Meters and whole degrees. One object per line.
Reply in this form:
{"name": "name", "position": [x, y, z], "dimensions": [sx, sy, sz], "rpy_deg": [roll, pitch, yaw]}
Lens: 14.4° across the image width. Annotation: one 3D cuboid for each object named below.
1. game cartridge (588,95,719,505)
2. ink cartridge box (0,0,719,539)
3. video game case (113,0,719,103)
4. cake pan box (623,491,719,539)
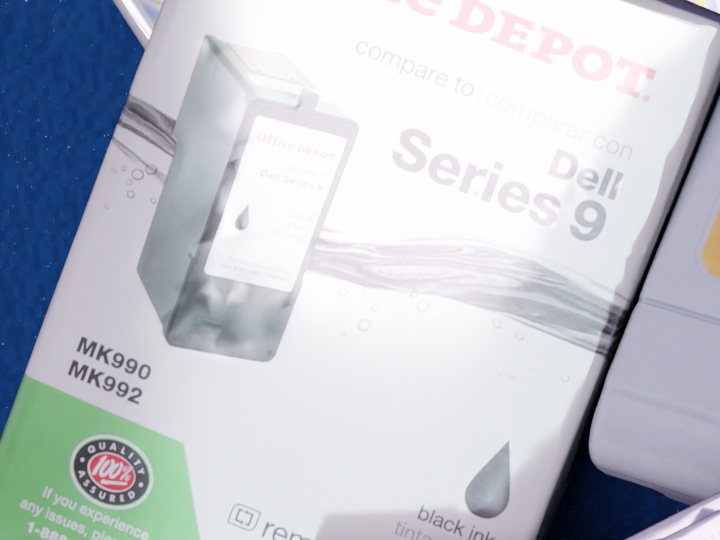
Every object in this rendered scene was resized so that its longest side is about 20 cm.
{"name": "game cartridge", "position": [0.154, -0.022, 0.730], "dimensions": [0.133, 0.042, 0.200], "rpy_deg": [15, 74, 28]}
{"name": "ink cartridge box", "position": [0.000, 0.000, 0.772], "dimensions": [0.146, 0.084, 0.200], "rpy_deg": [21, 98, 7]}
{"name": "video game case", "position": [0.041, -0.069, 0.813], "dimensions": [0.182, 0.022, 0.200], "rpy_deg": [-33, 89, 11]}
{"name": "cake pan box", "position": [0.061, 0.165, 0.662], "dimensions": [0.200, 0.052, 0.184], "rpy_deg": [-29, 83, 13]}
